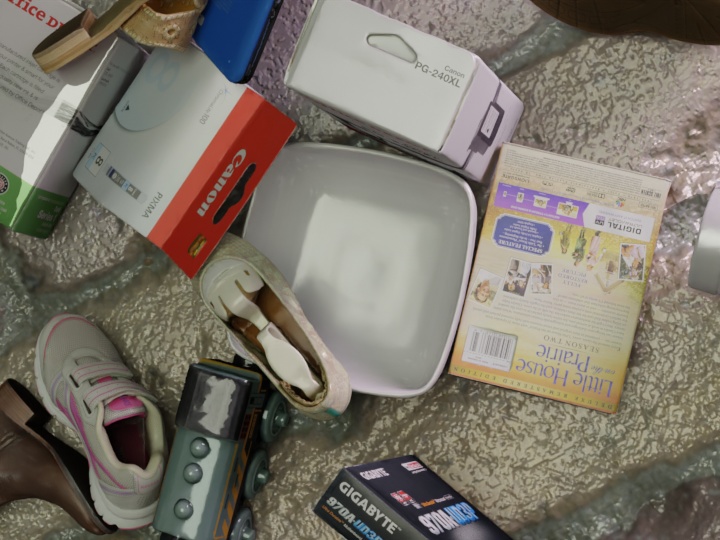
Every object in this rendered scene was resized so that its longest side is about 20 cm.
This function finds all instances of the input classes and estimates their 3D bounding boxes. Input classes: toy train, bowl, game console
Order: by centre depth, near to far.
[{"bbox_3d":[-0.126,0.166,1.503,0.085,0.114,0.201,16,89,16],"label":"toy train"},{"bbox_3d":[0.000,0.000,1.504,0.199,0.075,0.201,12,89,17],"label":"bowl"},{"bbox_3d":[-0.076,-0.274,1.528,0.200,0.118,0.171,51,127,42],"label":"game console"}]

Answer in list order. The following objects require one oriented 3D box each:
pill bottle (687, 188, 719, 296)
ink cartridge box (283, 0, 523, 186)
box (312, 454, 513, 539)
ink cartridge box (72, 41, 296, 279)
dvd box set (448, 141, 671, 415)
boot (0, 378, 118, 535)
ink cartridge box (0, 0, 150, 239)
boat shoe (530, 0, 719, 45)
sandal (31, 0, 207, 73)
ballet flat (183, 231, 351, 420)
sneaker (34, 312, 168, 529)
[{"bbox_3d":[0.364,0.000,1.384,0.199,0.111,0.112,16,90,16],"label":"pill bottle"},{"bbox_3d":[0.039,-0.143,1.439,0.145,0.200,0.084,25,92,16],"label":"ink cartridge box"},{"bbox_3d":[0.062,0.216,1.403,0.159,0.200,0.046,39,98,16],"label":"box"},{"bbox_3d":[-0.155,-0.103,1.516,0.160,0.047,0.200,-55,38,4],"label":"ink cartridge box"},{"bbox_3d":[0.165,0.006,1.470,0.146,0.029,0.201,12,88,7],"label":"dvd box set"},{"bbox_3d":[-0.331,0.226,1.579,0.200,0.064,0.186,-45,63,4],"label":"boot"},{"bbox_3d":[-0.304,-0.152,1.594,0.146,0.084,0.201,32,93,15],"label":"ink cartridge box"},{"bbox_3d":[0.228,-0.240,1.472,0.199,0.072,0.065,13,53,21],"label":"boat shoe"},{"bbox_3d":[-0.175,-0.211,1.502,0.211,0.078,0.070,-28,114,17],"label":"sandal"},{"bbox_3d":[-0.079,0.039,1.452,0.067,0.062,0.200,-45,75,8],"label":"ballet flat"},{"bbox_3d":[-0.214,0.117,1.527,0.081,0.088,0.201,-20,71,-32],"label":"sneaker"}]
